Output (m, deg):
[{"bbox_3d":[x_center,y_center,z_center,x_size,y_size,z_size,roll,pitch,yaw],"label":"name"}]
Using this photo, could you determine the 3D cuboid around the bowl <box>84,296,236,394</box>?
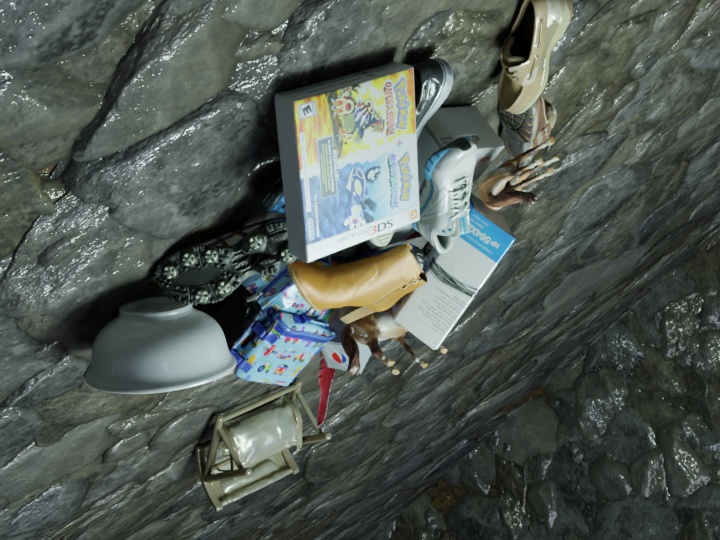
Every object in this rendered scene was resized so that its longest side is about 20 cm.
[{"bbox_3d":[-0.263,0.088,1.471,0.197,0.092,0.201,-3,-170,1],"label":"bowl"}]

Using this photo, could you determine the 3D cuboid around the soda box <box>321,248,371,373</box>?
[{"bbox_3d":[0.006,0.061,1.763,0.201,0.063,0.069,-61,148,-36],"label":"soda box"}]

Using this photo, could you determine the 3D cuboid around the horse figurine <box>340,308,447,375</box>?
[{"bbox_3d":[0.035,0.096,1.658,0.198,0.132,0.050,-9,135,-47],"label":"horse figurine"}]

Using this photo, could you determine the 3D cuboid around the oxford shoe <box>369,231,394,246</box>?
[{"bbox_3d":[-0.008,-0.111,1.443,0.076,0.057,0.201,-62,139,-29],"label":"oxford shoe"}]

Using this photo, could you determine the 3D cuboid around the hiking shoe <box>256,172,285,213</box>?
[{"bbox_3d":[-0.048,-0.091,1.470,0.199,0.087,0.075,-8,148,-50],"label":"hiking shoe"}]

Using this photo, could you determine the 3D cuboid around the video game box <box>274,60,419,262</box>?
[{"bbox_3d":[-0.011,-0.131,1.351,0.181,0.047,0.203,-23,121,-34],"label":"video game box"}]

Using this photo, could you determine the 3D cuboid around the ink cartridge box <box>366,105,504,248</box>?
[{"bbox_3d":[0.089,-0.134,1.594,0.144,0.084,0.200,-13,151,-46],"label":"ink cartridge box"}]

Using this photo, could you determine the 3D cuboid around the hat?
[{"bbox_3d":[-0.011,0.109,1.840,0.164,0.177,0.200,-12,150,-47],"label":"hat"}]

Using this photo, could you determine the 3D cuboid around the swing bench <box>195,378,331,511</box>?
[{"bbox_3d":[-0.194,0.333,2.137,0.197,0.131,0.200,-20,161,-35],"label":"swing bench"}]

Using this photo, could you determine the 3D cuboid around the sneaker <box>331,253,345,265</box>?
[{"bbox_3d":[-0.082,0.069,1.737,0.199,0.113,0.077,-41,159,16],"label":"sneaker"}]

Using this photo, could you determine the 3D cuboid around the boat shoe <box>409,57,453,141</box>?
[{"bbox_3d":[0.046,-0.189,1.440,0.056,0.069,0.201,-8,141,-43],"label":"boat shoe"}]

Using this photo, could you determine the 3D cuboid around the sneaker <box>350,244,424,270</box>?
[{"bbox_3d":[0.023,-0.004,1.647,0.199,0.075,0.079,-22,-149,48],"label":"sneaker"}]

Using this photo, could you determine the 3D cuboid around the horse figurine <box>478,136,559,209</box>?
[{"bbox_3d":[0.214,-0.127,1.591,0.131,0.050,0.200,-30,-170,24],"label":"horse figurine"}]

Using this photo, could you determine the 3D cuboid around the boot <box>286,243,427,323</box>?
[{"bbox_3d":[0.000,0.001,1.507,0.143,0.072,0.201,-31,150,15],"label":"boot"}]

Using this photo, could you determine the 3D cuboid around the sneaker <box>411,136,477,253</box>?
[{"bbox_3d":[0.124,-0.095,1.491,0.074,0.087,0.201,-23,155,-22],"label":"sneaker"}]

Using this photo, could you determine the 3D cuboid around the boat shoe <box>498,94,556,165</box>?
[{"bbox_3d":[0.251,-0.228,1.671,0.072,0.076,0.200,-39,167,-8],"label":"boat shoe"}]

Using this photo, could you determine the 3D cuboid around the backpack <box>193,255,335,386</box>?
[{"bbox_3d":[-0.109,0.049,1.610,0.200,0.135,0.182,-45,152,10],"label":"backpack"}]

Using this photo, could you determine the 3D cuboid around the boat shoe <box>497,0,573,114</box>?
[{"bbox_3d":[0.212,-0.286,1.482,0.064,0.072,0.201,-16,145,-26],"label":"boat shoe"}]

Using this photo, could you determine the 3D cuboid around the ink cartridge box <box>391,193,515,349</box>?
[{"bbox_3d":[0.131,-0.004,1.648,0.201,0.084,0.146,-55,-172,12],"label":"ink cartridge box"}]

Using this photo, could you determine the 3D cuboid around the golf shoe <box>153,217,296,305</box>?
[{"bbox_3d":[-0.169,-0.013,1.467,0.197,0.078,0.088,-17,-165,3],"label":"golf shoe"}]
